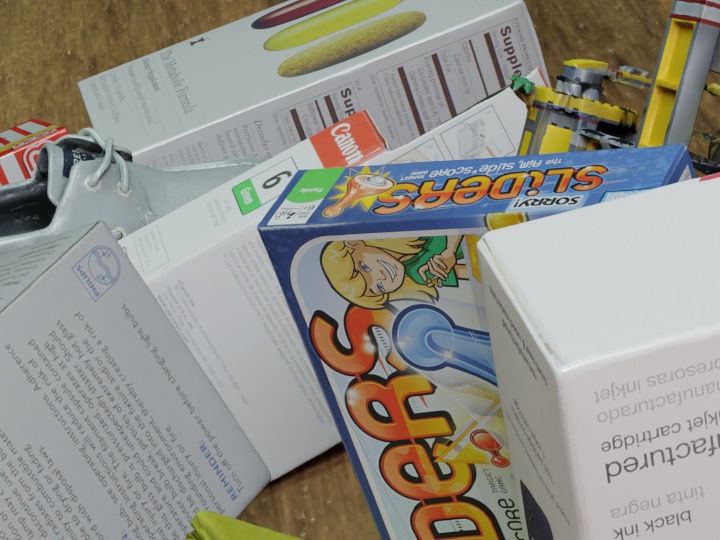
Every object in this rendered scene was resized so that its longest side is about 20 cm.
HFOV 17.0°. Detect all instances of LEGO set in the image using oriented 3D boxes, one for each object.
[{"bbox_3d":[0.156,-0.057,0.815,0.200,0.116,0.154,14,6,-6],"label":"LEGO set"}]

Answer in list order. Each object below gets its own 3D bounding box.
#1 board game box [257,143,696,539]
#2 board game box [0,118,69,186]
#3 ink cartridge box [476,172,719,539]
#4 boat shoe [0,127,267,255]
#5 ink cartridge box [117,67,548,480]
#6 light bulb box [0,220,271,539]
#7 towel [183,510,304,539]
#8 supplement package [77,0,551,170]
[{"bbox_3d":[0.062,0.056,0.767,0.135,0.200,0.034,-3,34,30],"label":"board game box"},{"bbox_3d":[-0.214,-0.023,1.191,0.151,0.046,0.200,-25,9,-10],"label":"board game box"},{"bbox_3d":[0.124,0.075,0.681,0.145,0.200,0.084,-15,29,-7],"label":"ink cartridge box"},{"bbox_3d":[-0.120,-0.018,1.004,0.201,0.072,0.070,-18,29,-11],"label":"boat shoe"},{"bbox_3d":[0.000,0.000,0.978,0.200,0.109,0.050,-29,27,0],"label":"ink cartridge box"},{"bbox_3d":[-0.177,0.102,0.872,0.198,0.125,0.200,-16,23,46],"label":"light bulb box"},{"bbox_3d":[0.017,0.145,0.734,0.018,0.086,0.200,-55,41,12],"label":"towel"},{"bbox_3d":[-0.015,-0.060,1.120,0.200,0.110,0.114,-22,27,-4],"label":"supplement package"}]
